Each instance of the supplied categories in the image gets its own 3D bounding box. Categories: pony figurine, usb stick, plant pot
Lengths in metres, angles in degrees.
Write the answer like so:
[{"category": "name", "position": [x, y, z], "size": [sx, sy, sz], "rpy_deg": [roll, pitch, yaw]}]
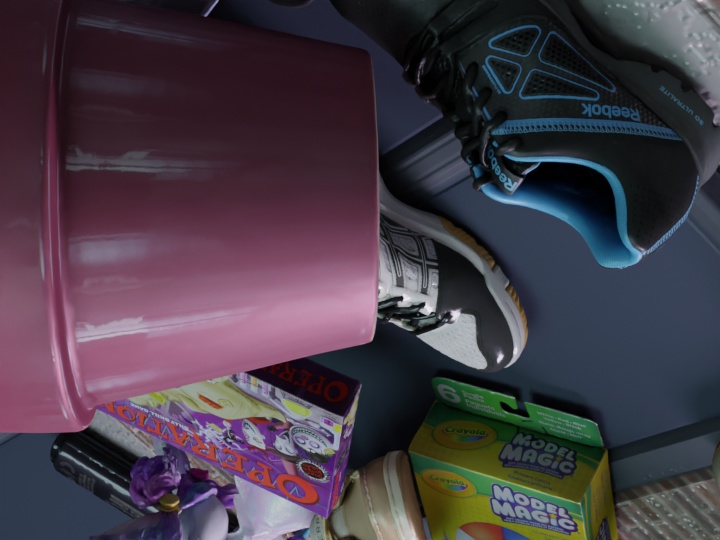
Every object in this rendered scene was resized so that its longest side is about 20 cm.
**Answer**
[{"category": "pony figurine", "position": [-0.109, 0.173, 1.064], "size": [0.166, 0.200, 0.195], "rpy_deg": [18, 128, 32]}, {"category": "usb stick", "position": [-0.153, 0.187, 1.226], "size": [0.199, 0.033, 0.056], "rpy_deg": [30, 153, 4]}, {"category": "plant pot", "position": [-0.083, -0.032, 0.685], "size": [0.177, 0.201, 0.201], "rpy_deg": [-2, 142, -2]}]

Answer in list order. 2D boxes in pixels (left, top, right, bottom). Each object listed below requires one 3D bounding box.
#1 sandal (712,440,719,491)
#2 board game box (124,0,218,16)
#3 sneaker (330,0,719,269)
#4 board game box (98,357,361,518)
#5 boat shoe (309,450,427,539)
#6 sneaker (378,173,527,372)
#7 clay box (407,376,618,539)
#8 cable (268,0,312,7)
[{"category": "sandal", "position": [0.241, 0.093, 0.770], "size": [0.080, 0.054, 0.200], "rpy_deg": [39, 145, -8]}, {"category": "board game box", "position": [-0.130, -0.194, 0.681], "size": [0.199, 0.043, 0.200], "rpy_deg": [41, 163, -8]}, {"category": "sneaker", "position": [0.062, -0.081, 0.678], "size": [0.199, 0.082, 0.073], "rpy_deg": [33, 148, 3]}, {"category": "board game box", "position": [-0.098, 0.061, 0.876], "size": [0.199, 0.032, 0.120], "rpy_deg": [23, 150, 11]}, {"category": "boat shoe", "position": [0.003, 0.160, 0.973], "size": [0.068, 0.074, 0.200], "rpy_deg": [-11, 162, -3]}, {"category": "sneaker", "position": [0.000, 0.000, 0.823], "size": [0.200, 0.088, 0.075], "rpy_deg": [41, 143, -14]}, {"category": "clay box", "position": [0.098, 0.154, 0.967], "size": [0.114, 0.048, 0.201], "rpy_deg": [13, 142, 27]}, {"category": "cable", "position": [-0.043, -0.199, 0.673], "size": [0.096, 0.051, 0.200], "rpy_deg": [0, 147, 28]}]
